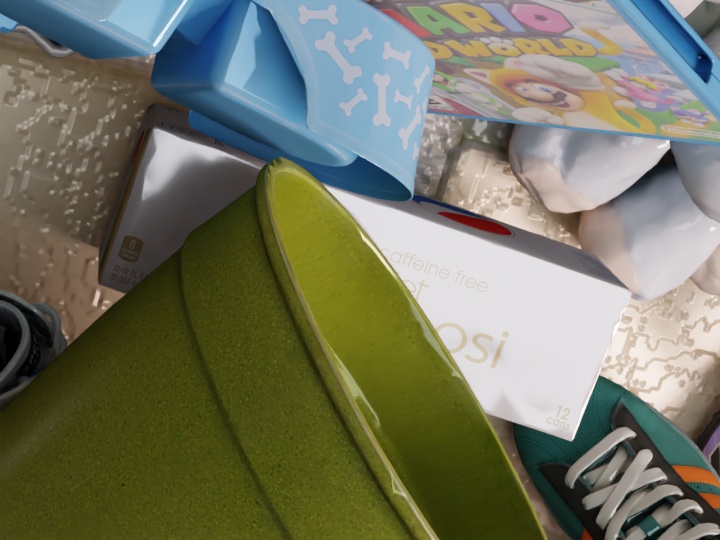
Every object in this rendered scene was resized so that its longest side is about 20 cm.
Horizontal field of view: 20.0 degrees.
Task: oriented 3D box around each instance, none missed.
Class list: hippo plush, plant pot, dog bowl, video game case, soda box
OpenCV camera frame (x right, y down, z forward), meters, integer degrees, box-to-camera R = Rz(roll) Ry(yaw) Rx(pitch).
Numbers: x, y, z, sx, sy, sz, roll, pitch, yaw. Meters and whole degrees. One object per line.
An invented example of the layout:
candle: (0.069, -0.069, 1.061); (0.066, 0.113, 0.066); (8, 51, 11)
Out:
hippo plush: (0.175, -0.049, 0.827); (0.200, 0.161, 0.160); (-9, 109, -16)
plant pot: (-0.057, 0.096, 0.707); (0.193, 0.200, 0.200); (-31, 115, 11)
dog bowl: (-0.061, -0.086, 0.682); (0.200, 0.111, 0.050); (25, 84, -24)
video game case: (0.036, -0.090, 0.688); (0.200, 0.143, 0.018); (32, 71, -55)
soda box: (0.000, 0.000, 0.811); (0.200, 0.064, 0.068); (19, 100, -9)

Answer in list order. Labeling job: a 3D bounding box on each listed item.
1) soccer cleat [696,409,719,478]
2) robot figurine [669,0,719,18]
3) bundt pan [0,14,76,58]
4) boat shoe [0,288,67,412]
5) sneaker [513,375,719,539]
soccer cleat: (0.169, 0.127, 0.928); (0.068, 0.073, 0.200); (38, 92, -25)
robot figurine: (0.061, -0.148, 0.711); (0.169, 0.113, 0.200); (-33, 144, 24)
bundt pan: (-0.097, -0.181, 0.736); (0.201, 0.076, 0.202); (-6, 108, -18)
boat shoe: (-0.146, 0.040, 0.752); (0.071, 0.070, 0.201); (-24, 153, 31)
sneaker: (0.135, 0.118, 0.860); (0.071, 0.080, 0.200); (-40, 75, 1)
